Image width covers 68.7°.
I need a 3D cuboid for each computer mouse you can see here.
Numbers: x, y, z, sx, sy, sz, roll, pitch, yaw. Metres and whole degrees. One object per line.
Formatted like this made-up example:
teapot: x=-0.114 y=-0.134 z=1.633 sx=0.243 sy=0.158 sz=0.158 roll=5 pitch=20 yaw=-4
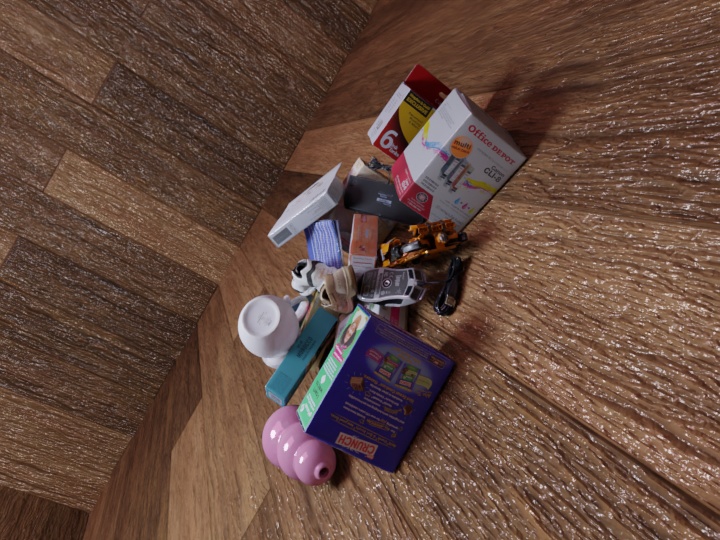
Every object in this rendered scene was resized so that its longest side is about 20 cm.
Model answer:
computer mouse: x=0.086 y=0.030 z=0.953 sx=0.197 sy=0.044 sz=0.111 roll=-1 pitch=62 yaw=27

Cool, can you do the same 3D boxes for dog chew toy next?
dog chew toy: x=-0.110 y=0.338 z=1.004 sx=0.199 sy=0.124 sz=0.126 roll=17 pitch=77 yaw=59

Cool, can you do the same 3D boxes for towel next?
towel: x=-0.085 y=-0.042 z=1.199 sx=0.199 sy=0.023 sz=0.148 roll=-172 pitch=72 yaw=-67

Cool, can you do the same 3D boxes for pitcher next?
pitcher: x=-0.172 y=0.108 z=1.114 sx=0.173 sy=0.120 sz=0.201 roll=-62 pitch=-15 yaw=-18

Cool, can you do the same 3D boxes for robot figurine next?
robot figurine: x=0.108 y=-0.048 z=0.973 sx=0.200 sy=0.143 sz=0.059 roll=151 pitch=106 yaw=-69

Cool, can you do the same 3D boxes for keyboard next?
keyboard: x=0.061 y=-0.179 z=1.175 sx=0.021 sy=0.197 sz=0.129 roll=-7 pitch=-67 yaw=-70

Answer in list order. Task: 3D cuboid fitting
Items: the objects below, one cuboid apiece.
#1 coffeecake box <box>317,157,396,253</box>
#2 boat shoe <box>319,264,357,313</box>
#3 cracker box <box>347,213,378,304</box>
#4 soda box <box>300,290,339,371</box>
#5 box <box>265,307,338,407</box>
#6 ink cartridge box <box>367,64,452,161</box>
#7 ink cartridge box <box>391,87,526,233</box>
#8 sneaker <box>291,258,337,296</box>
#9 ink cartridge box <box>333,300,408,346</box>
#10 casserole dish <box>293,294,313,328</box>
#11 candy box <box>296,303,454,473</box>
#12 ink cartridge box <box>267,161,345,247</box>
coffeecake box: x=0.007 y=-0.142 z=1.282 sx=0.201 sy=0.152 sz=0.073 roll=-54 pitch=22 yaw=15
boat shoe: x=-0.049 y=0.040 z=1.017 sx=0.200 sy=0.063 sz=0.072 roll=105 pitch=151 yaw=-69
cracker box: x=0.000 y=0.000 z=1.129 sx=0.135 sy=0.057 sz=0.202 roll=-86 pitch=3 yaw=-49
soda box: x=-0.101 y=0.132 z=1.227 sx=0.064 sy=0.067 sz=0.202 roll=-94 pitch=24 yaw=-66
box: x=-0.121 y=0.180 z=1.095 sx=0.201 sy=0.049 sz=0.083 roll=-56 pitch=-8 yaw=-25
ink cartridge box: x=0.145 y=-0.292 z=1.097 sx=0.176 sy=0.198 sz=0.084 roll=-52 pitch=23 yaw=20
ink cartridge box: x=0.178 y=-0.203 z=0.990 sx=0.201 sy=0.144 sz=0.146 roll=-50 pitch=24 yaw=25
sneaker: x=-0.118 y=0.007 z=1.158 sx=0.199 sy=0.079 sz=0.075 roll=-16 pitch=48 yaw=64
ink cartridge box: x=0.014 y=0.145 z=1.018 sx=0.165 sy=0.074 sz=0.202 roll=-43 pitch=27 yaw=40
casserole dish: x=-0.163 y=0.132 z=1.360 sx=0.200 sy=0.038 sz=0.123 roll=-32 pitch=-36 yaw=-65
candy box: x=0.023 y=0.184 z=0.822 sx=0.202 sy=0.168 sz=0.077 roll=-60 pitch=18 yaw=0
ink cartridge box: x=-0.119 y=-0.159 z=1.264 sx=0.199 sy=0.044 sz=0.174 roll=-33 pitch=20 yaw=28
